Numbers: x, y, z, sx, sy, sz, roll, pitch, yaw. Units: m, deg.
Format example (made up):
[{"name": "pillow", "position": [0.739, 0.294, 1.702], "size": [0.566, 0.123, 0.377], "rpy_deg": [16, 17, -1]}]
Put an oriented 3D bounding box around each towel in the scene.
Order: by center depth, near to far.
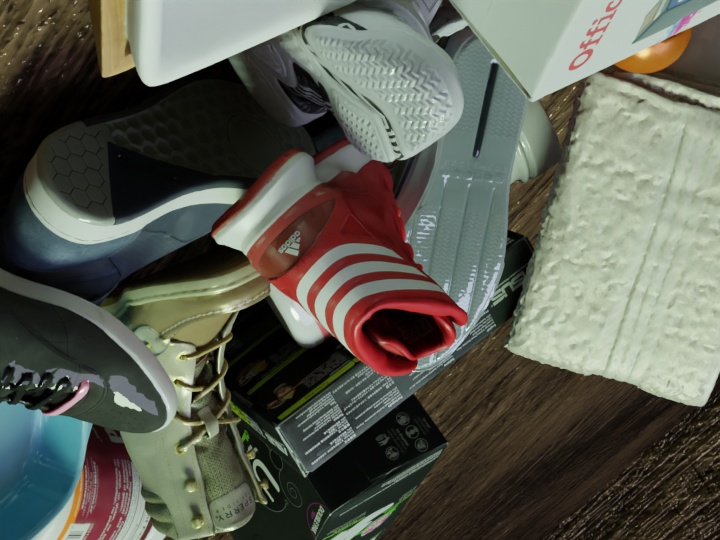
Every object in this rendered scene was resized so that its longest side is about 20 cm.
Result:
[{"name": "towel", "position": [0.169, -0.022, 0.922], "size": [0.035, 0.131, 0.202], "rpy_deg": [-70, 175, -63]}]

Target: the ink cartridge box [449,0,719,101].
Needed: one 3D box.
[{"name": "ink cartridge box", "position": [0.139, -0.173, 0.646], "size": [0.199, 0.088, 0.146], "rpy_deg": [-25, 158, -27]}]

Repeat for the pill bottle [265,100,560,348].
[{"name": "pill bottle", "position": [0.019, -0.048, 0.966], "size": [0.199, 0.109, 0.109], "rpy_deg": [-34, 162, -6]}]

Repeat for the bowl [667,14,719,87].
[{"name": "bowl", "position": [0.202, -0.160, 0.955], "size": [0.090, 0.202, 0.201], "rpy_deg": [30, 121, -29]}]

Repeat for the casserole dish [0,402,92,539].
[{"name": "casserole dish", "position": [-0.199, 0.095, 0.855], "size": [0.200, 0.038, 0.122], "rpy_deg": [-43, 142, -68]}]

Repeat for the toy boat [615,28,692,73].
[{"name": "toy boat", "position": [0.127, -0.161, 0.834], "size": [0.130, 0.131, 0.200], "rpy_deg": [-38, 162, 9]}]

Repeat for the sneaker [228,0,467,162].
[{"name": "sneaker", "position": [0.015, -0.118, 0.740], "size": [0.115, 0.075, 0.200], "rpy_deg": [-40, -156, -13]}]

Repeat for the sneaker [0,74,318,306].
[{"name": "sneaker", "position": [-0.123, -0.026, 0.826], "size": [0.201, 0.077, 0.146], "rpy_deg": [-19, 160, -50]}]

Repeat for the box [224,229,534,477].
[{"name": "box", "position": [-0.003, 0.032, 1.030], "size": [0.199, 0.048, 0.193], "rpy_deg": [-36, -154, -14]}]

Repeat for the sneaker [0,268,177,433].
[{"name": "sneaker", "position": [-0.174, 0.050, 0.722], "size": [0.199, 0.100, 0.071], "rpy_deg": [34, 131, -27]}]

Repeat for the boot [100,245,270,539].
[{"name": "boot", "position": [-0.092, 0.074, 0.914], "size": [0.072, 0.156, 0.199], "rpy_deg": [-20, 179, -36]}]

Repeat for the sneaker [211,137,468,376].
[{"name": "sneaker", "position": [0.000, 0.000, 0.782], "size": [0.078, 0.116, 0.200], "rpy_deg": [-43, 176, 18]}]

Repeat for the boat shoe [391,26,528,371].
[{"name": "boat shoe", "position": [0.049, -0.043, 0.885], "size": [0.071, 0.062, 0.202], "rpy_deg": [12, 105, -16]}]

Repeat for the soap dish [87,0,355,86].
[{"name": "soap dish", "position": [-0.024, -0.171, 0.624], "size": [0.199, 0.082, 0.158], "rpy_deg": [-29, 161, -20]}]

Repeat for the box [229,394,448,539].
[{"name": "box", "position": [-0.041, 0.153, 1.297], "size": [0.124, 0.149, 0.200], "rpy_deg": [-26, 159, -29]}]

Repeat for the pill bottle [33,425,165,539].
[{"name": "pill bottle", "position": [-0.201, 0.144, 1.050], "size": [0.114, 0.115, 0.200], "rpy_deg": [-37, 162, 8]}]
